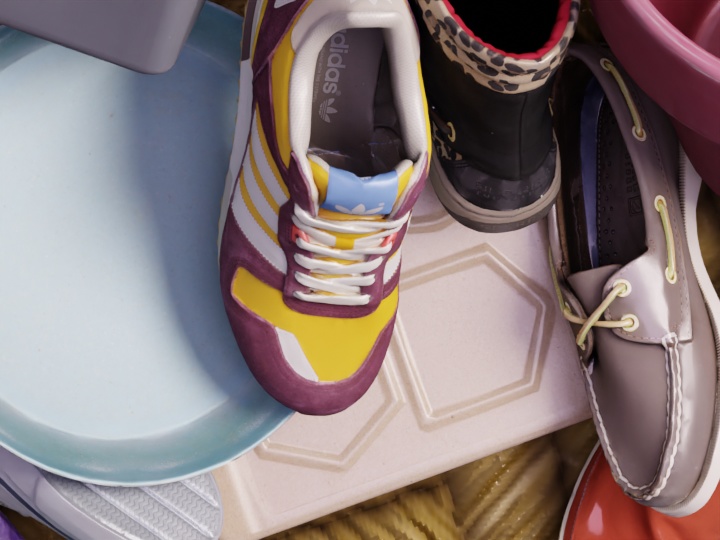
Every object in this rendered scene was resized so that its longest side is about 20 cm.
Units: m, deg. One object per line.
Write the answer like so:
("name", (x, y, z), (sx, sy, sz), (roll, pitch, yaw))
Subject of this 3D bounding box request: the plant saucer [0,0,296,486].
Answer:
("plant saucer", (-0.094, -0.014, 1.203), (0.200, 0.027, 0.201), (0, 90, -26))

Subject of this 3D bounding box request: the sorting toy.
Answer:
("sorting toy", (0.000, 0.000, 1.273), (0.200, 0.036, 0.186), (-20, 96, -10))

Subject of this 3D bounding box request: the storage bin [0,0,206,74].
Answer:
("storage bin", (-0.070, -0.171, 1.145), (0.145, 0.200, 0.135), (19, 124, 0))

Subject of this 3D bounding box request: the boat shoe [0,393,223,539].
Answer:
("boat shoe", (-0.145, 0.060, 1.240), (0.200, 0.067, 0.074), (41, 53, 2))

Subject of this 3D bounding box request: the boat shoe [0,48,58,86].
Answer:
("boat shoe", (-0.172, -0.098, 1.219), (0.200, 0.075, 0.062), (-21, 103, -20))

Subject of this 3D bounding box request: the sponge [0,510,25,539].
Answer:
("sponge", (-0.141, 0.199, 1.266), (0.112, 0.030, 0.200), (-41, 96, -4))

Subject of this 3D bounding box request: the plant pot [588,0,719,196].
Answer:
("plant pot", (0.185, -0.108, 1.155), (0.199, 0.179, 0.200), (-2, 66, 5))

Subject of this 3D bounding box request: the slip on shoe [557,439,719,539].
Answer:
("slip on shoe", (0.151, 0.067, 1.268), (0.074, 0.061, 0.200), (40, 98, 9))

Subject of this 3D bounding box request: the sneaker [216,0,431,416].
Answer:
("sneaker", (-0.013, -0.025, 1.150), (0.075, 0.090, 0.200), (-6, 114, -12))

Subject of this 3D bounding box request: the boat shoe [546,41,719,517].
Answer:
("boat shoe", (0.110, 0.002, 1.241), (0.059, 0.072, 0.200), (9, 72, -42))

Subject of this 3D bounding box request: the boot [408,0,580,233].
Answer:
("boot", (0.036, -0.129, 1.187), (0.073, 0.151, 0.200), (-13, 71, -6))
